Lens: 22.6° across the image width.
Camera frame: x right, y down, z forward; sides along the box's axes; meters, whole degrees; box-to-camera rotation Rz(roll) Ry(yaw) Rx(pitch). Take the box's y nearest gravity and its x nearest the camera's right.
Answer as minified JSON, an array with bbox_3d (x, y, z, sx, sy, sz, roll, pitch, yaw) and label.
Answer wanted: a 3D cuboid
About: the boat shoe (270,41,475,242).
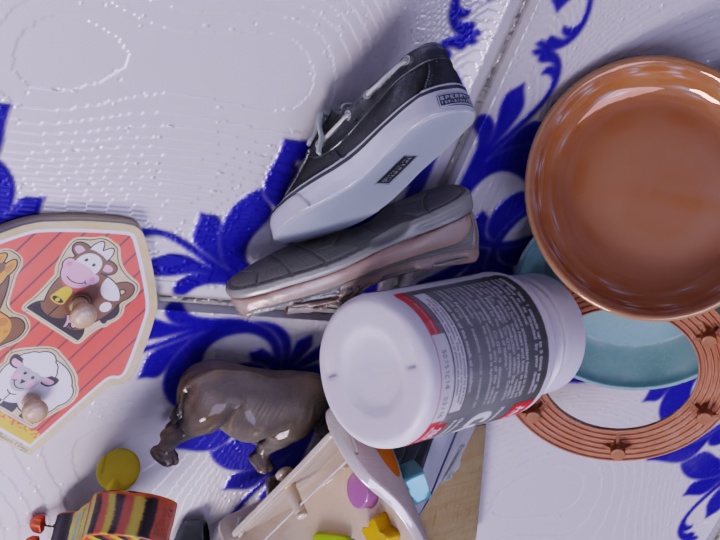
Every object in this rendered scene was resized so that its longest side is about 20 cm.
[{"bbox_3d":[-0.002,-0.089,1.277,0.073,0.068,0.199,-3,153,-39],"label":"boat shoe"}]

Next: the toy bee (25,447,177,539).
[{"bbox_3d":[-0.207,0.216,1.399,0.108,0.131,0.200,13,134,-7],"label":"toy bee"}]

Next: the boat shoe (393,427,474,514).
[{"bbox_3d":[0.056,0.152,1.488,0.067,0.074,0.201,20,103,-47],"label":"boat shoe"}]

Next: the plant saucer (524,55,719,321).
[{"bbox_3d":[0.223,-0.061,1.366,0.200,0.201,0.037,-31,176,-1],"label":"plant saucer"}]

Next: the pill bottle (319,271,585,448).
[{"bbox_3d":[0.075,0.062,1.363,0.199,0.114,0.114,-9,133,-46],"label":"pill bottle"}]

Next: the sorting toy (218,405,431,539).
[{"bbox_3d":[0.005,0.218,1.406,0.107,0.181,0.200,-14,157,-40],"label":"sorting toy"}]

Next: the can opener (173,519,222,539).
[{"bbox_3d":[-0.124,0.307,1.500,0.066,0.201,0.053,0,177,9],"label":"can opener"}]

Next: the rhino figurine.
[{"bbox_3d":[-0.065,0.112,1.419,0.199,0.060,0.088,6,127,-34],"label":"rhino figurine"}]

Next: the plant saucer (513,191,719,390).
[{"bbox_3d":[0.222,0.010,1.458,0.199,0.036,0.201,3,126,4],"label":"plant saucer"}]

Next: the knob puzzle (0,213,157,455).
[{"bbox_3d":[-0.228,0.039,1.292,0.219,0.030,0.220,-14,131,-17],"label":"knob puzzle"}]

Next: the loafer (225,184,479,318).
[{"bbox_3d":[0.000,0.000,1.342,0.199,0.072,0.063,-23,111,-13],"label":"loafer"}]

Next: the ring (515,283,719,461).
[{"bbox_3d":[0.213,0.086,1.483,0.199,0.019,0.201,4,127,5],"label":"ring"}]

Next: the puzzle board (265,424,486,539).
[{"bbox_3d":[0.012,0.206,1.568,0.199,0.017,0.151,-13,133,-17],"label":"puzzle board"}]
